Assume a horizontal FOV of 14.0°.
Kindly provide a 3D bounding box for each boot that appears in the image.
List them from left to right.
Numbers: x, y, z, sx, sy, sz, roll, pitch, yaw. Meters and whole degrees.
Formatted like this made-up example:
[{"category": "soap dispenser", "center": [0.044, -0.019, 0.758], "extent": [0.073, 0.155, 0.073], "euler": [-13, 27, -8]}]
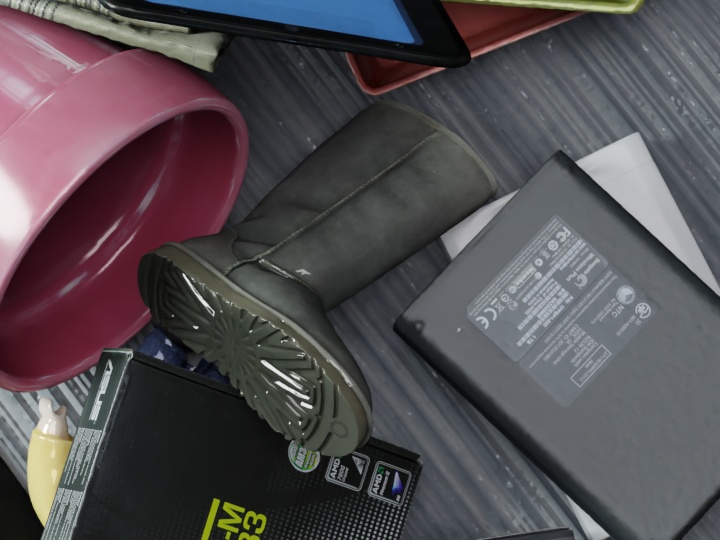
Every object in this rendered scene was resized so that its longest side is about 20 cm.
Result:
[{"category": "boot", "center": [0.001, -0.001, 1.606], "extent": [0.200, 0.073, 0.182], "euler": [-27, 58, -37]}]

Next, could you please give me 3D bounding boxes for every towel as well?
[{"category": "towel", "center": [-0.150, -0.175, 1.630], "extent": [0.199, 0.193, 0.035], "euler": [19, 109, 1]}]

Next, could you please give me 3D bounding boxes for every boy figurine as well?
[{"category": "boy figurine", "center": [-0.134, 0.118, 1.627], "extent": [0.124, 0.064, 0.200], "euler": [35, 76, -18]}]

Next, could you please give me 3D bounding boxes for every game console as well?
[{"category": "game console", "center": [-0.041, -0.194, 1.561], "extent": [0.199, 0.116, 0.176], "euler": [8, 79, -15]}]

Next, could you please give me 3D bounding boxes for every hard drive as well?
[{"category": "hard drive", "center": [0.137, 0.050, 1.642], "extent": [0.200, 0.033, 0.140], "euler": [43, 82, 6]}, {"category": "hard drive", "center": [0.146, 0.038, 1.674], "extent": [0.132, 0.027, 0.200], "euler": [-26, 81, -6]}]

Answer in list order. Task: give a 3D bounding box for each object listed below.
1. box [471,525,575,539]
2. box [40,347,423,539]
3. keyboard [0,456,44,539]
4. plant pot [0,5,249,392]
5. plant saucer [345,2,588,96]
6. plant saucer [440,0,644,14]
[{"category": "box", "center": [0.036, 0.230, 1.587], "extent": [0.200, 0.049, 0.162], "euler": [-5, 78, -29]}, {"category": "box", "center": [-0.081, 0.165, 1.593], "extent": [0.193, 0.047, 0.201], "euler": [23, 80, -28]}, {"category": "keyboard", "center": [-0.264, 0.092, 1.619], "extent": [0.021, 0.127, 0.200], "euler": [-43, 81, 33]}, {"category": "plant pot", "center": [-0.191, -0.065, 1.610], "extent": [0.179, 0.200, 0.200], "euler": [41, 81, 20]}, {"category": "plant saucer", "center": [0.057, -0.222, 1.713], "extent": [0.200, 0.037, 0.200], "euler": [-22, 81, -4]}, {"category": "plant saucer", "center": [0.066, -0.244, 1.675], "extent": [0.199, 0.048, 0.201], "euler": [4, 80, -1]}]
